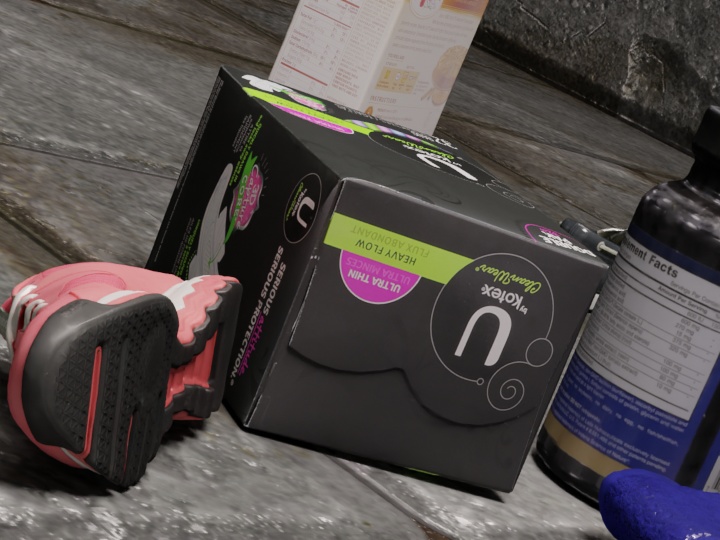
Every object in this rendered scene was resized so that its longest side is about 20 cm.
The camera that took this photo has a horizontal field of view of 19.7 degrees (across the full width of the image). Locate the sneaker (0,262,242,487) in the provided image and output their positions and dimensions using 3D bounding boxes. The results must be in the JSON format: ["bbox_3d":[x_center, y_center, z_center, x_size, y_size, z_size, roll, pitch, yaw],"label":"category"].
[{"bbox_3d":[-0.111,0.035,0.818,0.086,0.074,0.200,11,5,11],"label":"sneaker"}]

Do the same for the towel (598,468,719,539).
[{"bbox_3d":[0.203,0.157,0.912,0.147,0.050,0.200,10,16,-24],"label":"towel"}]

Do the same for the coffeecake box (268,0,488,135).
[{"bbox_3d":[0.002,-0.125,1.392,0.073,0.201,0.153,27,12,19],"label":"coffeecake box"}]

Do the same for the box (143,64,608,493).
[{"bbox_3d":[0.000,0.000,1.009,0.148,0.125,0.200,17,14,-24],"label":"box"}]

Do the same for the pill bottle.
[{"bbox_3d":[0.176,0.025,1.051,0.111,0.201,0.112,22,11,-5],"label":"pill bottle"}]

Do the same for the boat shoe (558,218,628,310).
[{"bbox_3d":[0.202,-0.003,1.593,0.075,0.061,0.200,29,12,26],"label":"boat shoe"}]
